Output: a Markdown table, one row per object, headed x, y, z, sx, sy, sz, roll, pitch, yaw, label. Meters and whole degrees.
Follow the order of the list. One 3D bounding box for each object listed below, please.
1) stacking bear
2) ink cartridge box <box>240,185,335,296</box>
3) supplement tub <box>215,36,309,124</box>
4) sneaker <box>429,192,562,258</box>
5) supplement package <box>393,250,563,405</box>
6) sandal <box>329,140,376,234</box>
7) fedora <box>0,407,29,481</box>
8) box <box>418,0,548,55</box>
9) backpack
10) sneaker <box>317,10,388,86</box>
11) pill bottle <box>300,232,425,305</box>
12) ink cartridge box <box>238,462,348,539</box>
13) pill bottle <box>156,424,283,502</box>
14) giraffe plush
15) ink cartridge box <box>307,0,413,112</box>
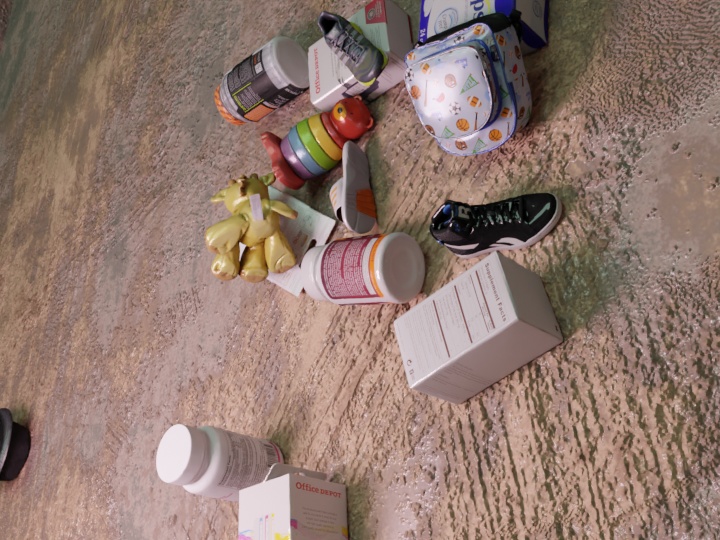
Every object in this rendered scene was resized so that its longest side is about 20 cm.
| x | y | z | sx | sy | sz | roll | pitch | yaw | label |
| --- | --- | --- | --- | --- | --- | --- | --- | --- | --- |
| -0.069 | -0.250 | 1.695 | 0.199 | 0.114 | 0.122 | -33 | 60 | 17 | stacking bear |
| -0.146 | -0.057 | 1.734 | 0.199 | 0.057 | 0.164 | 28 | 93 | 28 | ink cartridge box |
| -0.205 | -0.389 | 1.879 | 0.199 | 0.122 | 0.124 | -24 | 56 | 36 | supplement tub |
| 0.189 | -0.075 | 1.338 | 0.199 | 0.111 | 0.074 | -22 | 57 | 38 | sneaker |
| 0.164 | 0.086 | 1.284 | 0.199 | 0.116 | 0.118 | -36 | 49 | 29 | supplement package |
| -0.019 | -0.139 | 1.620 | 0.059 | 0.079 | 0.208 | -32 | 43 | 33 | sandal |
| -0.875 | 0.444 | 2.217 | 0.200 | 0.091 | 0.202 | -22 | 57 | 38 | fedora |
| 0.204 | -0.441 | 1.502 | 0.199 | 0.105 | 0.186 | -14 | 62 | 41 | box |
| 0.171 | -0.277 | 1.390 | 0.199 | 0.192 | 0.154 | -10 | 26 | 43 | backpack |
| -0.021 | -0.397 | 1.606 | 0.074 | 0.081 | 0.200 | -52 | 45 | 14 | sneaker |
| 0.000 | 0.000 | 1.499 | 0.199 | 0.114 | 0.115 | -4 | 69 | 45 | pill bottle |
| -0.105 | 0.412 | 1.403 | 0.125 | 0.128 | 0.202 | -26 | 54 | 36 | ink cartridge box |
| -0.237 | 0.327 | 1.525 | 0.113 | 0.199 | 0.114 | -22 | 56 | 38 | pill bottle |
| -0.208 | -0.099 | 1.664 | 0.163 | 0.171 | 0.201 | -112 | 30 | -50 | giraffe plush |
| -0.001 | -0.401 | 1.710 | 0.199 | 0.084 | 0.146 | -27 | 54 | 34 | ink cartridge box |
